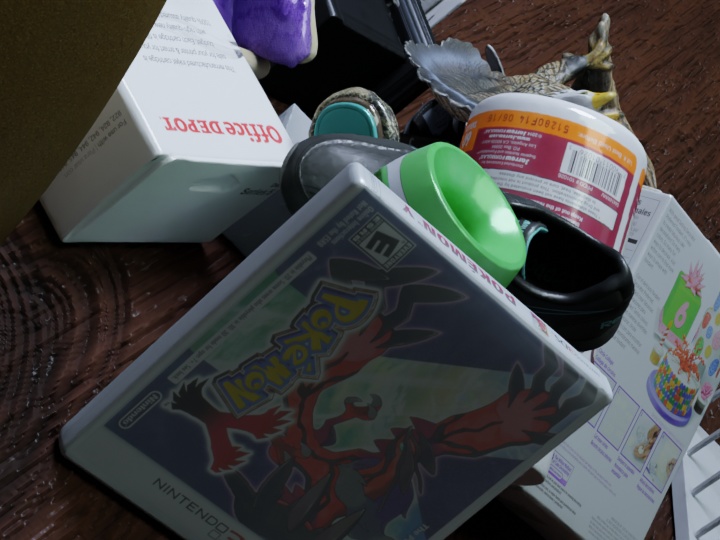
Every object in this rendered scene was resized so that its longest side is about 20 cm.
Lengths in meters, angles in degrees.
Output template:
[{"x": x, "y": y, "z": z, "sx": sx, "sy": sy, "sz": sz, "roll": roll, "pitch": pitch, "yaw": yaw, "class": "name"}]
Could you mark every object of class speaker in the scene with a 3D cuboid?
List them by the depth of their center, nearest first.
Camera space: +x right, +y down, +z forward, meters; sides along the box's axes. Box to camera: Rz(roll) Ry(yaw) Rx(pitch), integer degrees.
[{"x": -0.015, "y": 0.023, "z": 1.011, "sx": 0.088, "sy": 0.199, "sz": 0.089, "roll": 39, "pitch": 29, "yaw": -27, "class": "speaker"}]

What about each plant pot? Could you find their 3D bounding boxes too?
[{"x": -0.174, "y": -0.126, "z": 0.927, "sx": 0.186, "sy": 0.200, "sz": 0.187, "roll": 39, "pitch": 28, "yaw": -26, "class": "plant pot"}]

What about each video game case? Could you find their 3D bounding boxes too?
[{"x": -0.010, "y": 0.069, "z": 0.963, "sx": 0.182, "sy": 0.200, "sz": 0.023, "roll": 39, "pitch": 20, "yaw": -28, "class": "video game case"}]

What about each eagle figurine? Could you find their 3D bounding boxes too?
[{"x": 0.101, "y": -0.091, "z": 1.318, "sx": 0.199, "sy": 0.151, "sz": 0.152, "roll": -32, "pitch": 69, "yaw": -35, "class": "eagle figurine"}]

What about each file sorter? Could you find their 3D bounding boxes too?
[{"x": 0.316, "y": 0.177, "z": 1.482, "sx": 0.139, "sy": 0.124, "sz": 0.201, "roll": 43, "pitch": 28, "yaw": -21, "class": "file sorter"}]

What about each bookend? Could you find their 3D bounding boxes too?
[{"x": -0.062, "y": -0.213, "z": 1.350, "sx": 0.199, "sy": 0.092, "sz": 0.200, "roll": 23, "pitch": 40, "yaw": -46, "class": "bookend"}]

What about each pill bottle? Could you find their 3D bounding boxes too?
[{"x": 0.088, "y": 0.011, "z": 1.155, "sx": 0.109, "sy": 0.109, "sz": 0.202, "roll": 31, "pitch": 70, "yaw": -39, "class": "pill bottle"}]

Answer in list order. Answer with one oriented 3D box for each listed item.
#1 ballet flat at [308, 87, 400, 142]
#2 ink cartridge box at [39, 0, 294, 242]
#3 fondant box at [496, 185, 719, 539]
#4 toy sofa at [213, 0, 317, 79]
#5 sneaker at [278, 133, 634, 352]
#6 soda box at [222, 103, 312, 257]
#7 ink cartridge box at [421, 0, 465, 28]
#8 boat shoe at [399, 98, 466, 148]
[{"x": 0.000, "y": 0.000, "z": 1.139, "sx": 0.075, "sy": 0.067, "sz": 0.202, "roll": 2, "pitch": 91, "yaw": -70, "class": "ballet flat"}, {"x": -0.138, "y": -0.118, "z": 1.111, "sx": 0.145, "sy": 0.084, "sz": 0.201, "roll": -1, "pitch": 58, "yaw": -60, "class": "ink cartridge box"}, {"x": 0.155, "y": 0.067, "z": 1.250, "sx": 0.058, "sy": 0.201, "sz": 0.144, "roll": 19, "pitch": -15, "yaw": 41, "class": "fondant box"}, {"x": -0.079, "y": -0.221, "z": 1.220, "sx": 0.083, "sy": 0.097, "sz": 0.202, "roll": 13, "pitch": 81, "yaw": -59, "class": "toy sofa"}, {"x": 0.054, "y": -0.025, "z": 1.060, "sx": 0.198, "sy": 0.079, "sz": 0.076, "roll": 22, "pitch": 75, "yaw": -2, "class": "sneaker"}, {"x": 0.000, "y": 0.000, "z": 1.223, "sx": 0.200, "sy": 0.068, "sz": 0.064, "roll": 45, "pitch": 26, "yaw": -17, "class": "soda box"}, {"x": 0.031, "y": -0.228, "z": 1.503, "sx": 0.067, "sy": 0.116, "sz": 0.200, "roll": 46, "pitch": 26, "yaw": -15, "class": "ink cartridge box"}, {"x": 0.053, "y": -0.085, "z": 1.401, "sx": 0.199, "sy": 0.069, "sz": 0.067, "roll": -20, "pitch": 114, "yaw": -58, "class": "boat shoe"}]
